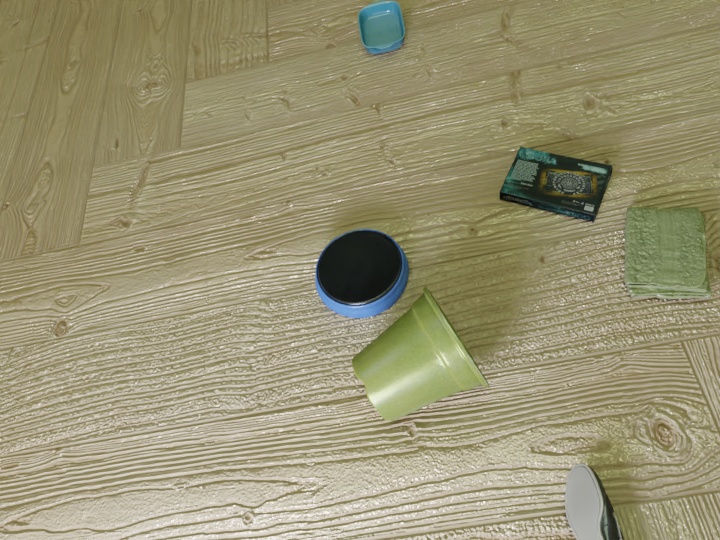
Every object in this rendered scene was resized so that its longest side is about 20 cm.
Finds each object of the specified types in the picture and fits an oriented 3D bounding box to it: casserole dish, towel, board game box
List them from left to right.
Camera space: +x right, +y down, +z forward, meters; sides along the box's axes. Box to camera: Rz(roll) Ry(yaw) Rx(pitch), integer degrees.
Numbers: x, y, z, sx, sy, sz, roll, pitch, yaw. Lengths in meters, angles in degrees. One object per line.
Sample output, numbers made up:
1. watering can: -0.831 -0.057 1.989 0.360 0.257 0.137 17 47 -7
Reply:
1. casserole dish: 0.058 -0.655 1.629 0.120 0.039 0.201 -11 58 7
2. board game box: 0.411 -0.185 1.266 0.199 0.028 0.136 19 65 23
3. towel: 0.573 -0.036 1.134 0.147 0.037 0.201 3 61 16

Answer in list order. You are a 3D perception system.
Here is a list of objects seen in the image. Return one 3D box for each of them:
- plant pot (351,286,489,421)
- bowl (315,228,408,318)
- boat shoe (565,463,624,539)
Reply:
1. plant pot: 0.093 0.162 1.052 0.184 0.200 0.201 -32 57 5
2. bowl: 0.000 0.000 1.246 0.199 0.039 0.202 -6 58 10
3. boat shoe: 0.364 0.401 0.916 0.067 0.057 0.201 -33 45 36
